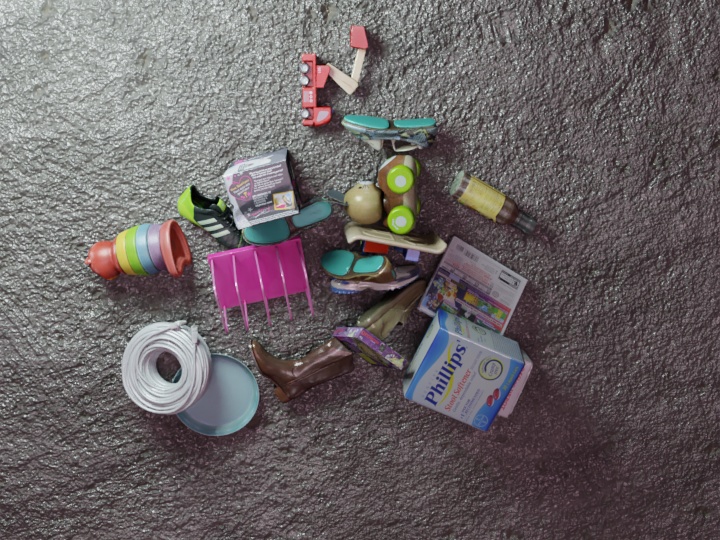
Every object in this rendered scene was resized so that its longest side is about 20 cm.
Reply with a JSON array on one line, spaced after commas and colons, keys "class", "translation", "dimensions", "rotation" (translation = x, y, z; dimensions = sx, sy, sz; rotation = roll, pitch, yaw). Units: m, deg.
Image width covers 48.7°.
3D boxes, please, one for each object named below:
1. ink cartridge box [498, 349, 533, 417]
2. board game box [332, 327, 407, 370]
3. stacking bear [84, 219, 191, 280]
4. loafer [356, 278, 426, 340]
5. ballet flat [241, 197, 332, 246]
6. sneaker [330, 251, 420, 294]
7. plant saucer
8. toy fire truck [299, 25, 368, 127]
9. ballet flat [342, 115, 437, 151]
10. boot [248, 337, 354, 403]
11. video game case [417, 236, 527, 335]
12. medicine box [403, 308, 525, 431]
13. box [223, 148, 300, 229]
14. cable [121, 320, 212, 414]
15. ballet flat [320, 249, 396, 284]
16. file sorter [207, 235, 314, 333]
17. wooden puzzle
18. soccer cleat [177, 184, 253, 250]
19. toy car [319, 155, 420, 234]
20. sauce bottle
[{"class": "ink cartridge box", "translation": [0.266, 0.225, 1.801], "dimensions": [0.199, 0.083, 0.146], "rotation": [21, 102, -9]}, {"class": "board game box", "translation": [0.016, 0.166, 1.713], "dimensions": [0.120, 0.200, 0.032], "rotation": [33, 78, -13]}, {"class": "stacking bear", "translation": [-0.476, -0.035, 1.674], "dimensions": [0.198, 0.122, 0.115], "rotation": [-11, 108, 7]}, {"class": "loafer", "translation": [0.075, 0.086, 1.721], "dimensions": [0.200, 0.076, 0.068], "rotation": [-35, 103, -30]}, {"class": "ballet flat", "translation": [-0.155, -0.101, 1.683], "dimensions": [0.199, 0.074, 0.075], "rotation": [-16, 106, -12]}, {"class": "sneaker", "translation": [0.031, -0.001, 1.731], "dimensions": [0.198, 0.077, 0.086], "rotation": [-7, 102, -2]}, {"class": "plant saucer", "translation": [-0.329, 0.279, 1.808], "dimensions": [0.198, 0.027, 0.202], "rotation": [-1, 105, -3]}, {"class": "toy fire truck", "translation": [-0.055, -0.396, 1.629], "dimensions": [0.140, 0.049, 0.202], "rotation": [-1, 105, -4]}, {"class": "ballet flat", "translation": [0.060, -0.281, 1.653], "dimensions": [0.198, 0.074, 0.075], "rotation": [3, 105, -1]}, {"class": "boot", "translation": [-0.126, 0.188, 1.772], "dimensions": [0.199, 0.064, 0.187], "rotation": [-26, 119, 9]}, {"class": "video game case", "translation": [0.247, 0.052, 1.744], "dimensions": [0.199, 0.023, 0.183], "rotation": [30, 75, -9]}, {"class": "medicine box", "translation": [0.216, 0.211, 1.689], "dimensions": [0.199, 0.103, 0.183], "rotation": [23, 110, -7]}, {"class": "box", "translation": [-0.196, -0.169, 1.603], "dimensions": [0.131, 0.200, 0.116], "rotation": [-14, 104, 0]}, {"class": "cable", "translation": [-0.423, 0.212, 1.743], "dimensions": [0.198, 0.069, 0.202], "rotation": [-9, 93, 12]}, {"class": "ballet flat", "translation": [0.000, 0.000, 1.657], "dimensions": [0.072, 0.199, 0.068], "rotation": [43, 63, -36]}, {"class": "file sorter", "translation": [-0.205, 0.037, 1.669], "dimensions": [0.199, 0.126, 0.140], "rotation": [-12, 127, -6]}, {"class": "wooden puzzle", "translation": [0.067, -0.058, 1.657], "dimensions": [0.198, 0.185, 0.047], "rotation": [6, 101, -6]}, {"class": "soccer cleat", "translation": [-0.292, -0.105, 1.677], "dimensions": [0.199, 0.068, 0.081], "rotation": [31, 132, -10]}, {"class": "toy car", "translation": [0.020, -0.159, 1.652], "dimensions": [0.198, 0.164, 0.159], "rotation": [1, 106, 9]}, {"class": "sauce bottle", "translation": [0.288, -0.140, 1.713], "dimensions": [0.199, 0.065, 0.065], "rotation": [30, 102, -9]}]
